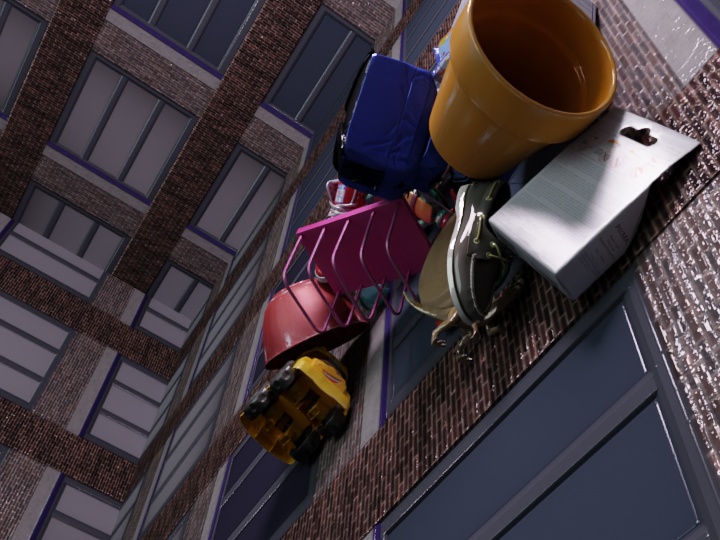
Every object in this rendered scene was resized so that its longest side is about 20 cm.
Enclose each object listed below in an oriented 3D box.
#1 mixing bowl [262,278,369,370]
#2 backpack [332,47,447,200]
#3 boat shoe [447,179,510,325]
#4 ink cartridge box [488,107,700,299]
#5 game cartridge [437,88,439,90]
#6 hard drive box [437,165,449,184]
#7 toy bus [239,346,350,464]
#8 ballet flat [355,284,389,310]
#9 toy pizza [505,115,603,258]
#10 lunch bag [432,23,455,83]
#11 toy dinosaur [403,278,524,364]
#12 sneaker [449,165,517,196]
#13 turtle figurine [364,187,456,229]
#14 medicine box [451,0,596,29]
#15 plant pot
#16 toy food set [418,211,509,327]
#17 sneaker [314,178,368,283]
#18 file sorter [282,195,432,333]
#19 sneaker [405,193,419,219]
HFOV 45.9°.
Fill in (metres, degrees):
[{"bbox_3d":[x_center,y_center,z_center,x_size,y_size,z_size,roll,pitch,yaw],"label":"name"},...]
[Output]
[{"bbox_3d":[-0.095,0.084,1.483,0.197,0.110,0.200,-23,-13,-6],"label":"mixing bowl"},{"bbox_3d":[0.044,-0.180,1.209,0.200,0.165,0.165,131,162,-78],"label":"backpack"},{"bbox_3d":[0.149,-0.029,1.032,0.059,0.072,0.205,-15,48,31],"label":"boat shoe"},{"bbox_3d":[0.254,-0.080,0.928,0.199,0.047,0.160,-42,29,2],"label":"ink cartridge box"},{"bbox_3d":[0.093,-0.217,1.485,0.133,0.041,0.201,-44,-12,-35],"label":"game cartridge"},{"bbox_3d":[0.163,-0.238,1.367,0.157,0.077,0.200,-53,-7,26],"label":"hard drive box"},{"bbox_3d":[-0.083,0.200,1.445,0.200,0.135,0.192,-45,5,39],"label":"toy bus"},{"bbox_3d":[0.004,-0.025,1.537,0.070,0.067,0.202,-34,61,19],"label":"ballet flat"},{"bbox_3d":[0.242,-0.100,1.051,0.200,0.031,0.202,-48,24,29],"label":"toy pizza"},{"bbox_3d":[0.217,-0.275,1.143,0.151,0.198,0.095,-44,22,33],"label":"lunch bag"},{"bbox_3d":[0.130,0.062,1.080,0.198,0.058,0.102,-12,43,44],"label":"toy dinosaur"},{"bbox_3d":[0.183,-0.167,1.200,0.069,0.079,0.200,-1,33,33],"label":"sneaker"},{"bbox_3d":[0.089,-0.105,1.397,0.100,0.199,0.152,-23,-45,-38],"label":"turtle figurine"},{"bbox_3d":[0.243,-0.370,1.243,0.103,0.181,0.201,-48,12,37],"label":"medicine box"},{"bbox_3d":[0.175,-0.212,1.031,0.184,0.197,0.203,-51,15,53],"label":"plant pot"},{"bbox_3d":[0.145,-0.016,1.199,0.200,0.048,0.200,-42,23,48],"label":"toy food set"},{"bbox_3d":[-0.035,-0.082,1.466,0.070,0.114,0.202,8,50,27],"label":"sneaker"},{"bbox_3d":[0.000,0.000,1.314,0.197,0.140,0.126,-16,34,28],"label":"file sorter"},{"bbox_3d":[0.078,-0.077,1.487,0.073,0.076,0.203,-39,27,49],"label":"sneaker"}]
